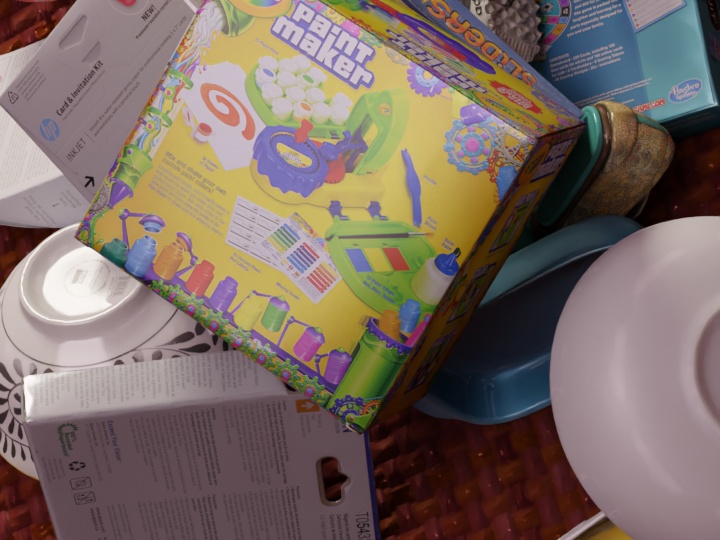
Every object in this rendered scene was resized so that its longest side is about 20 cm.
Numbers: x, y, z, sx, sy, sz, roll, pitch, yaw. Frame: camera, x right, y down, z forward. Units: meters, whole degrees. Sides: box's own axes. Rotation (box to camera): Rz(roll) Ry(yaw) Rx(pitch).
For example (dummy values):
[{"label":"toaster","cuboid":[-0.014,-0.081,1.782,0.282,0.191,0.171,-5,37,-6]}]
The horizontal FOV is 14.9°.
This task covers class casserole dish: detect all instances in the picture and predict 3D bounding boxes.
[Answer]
[{"label":"casserole dish","cuboid":[0.112,0.026,1.630,0.200,0.121,0.039,-28,51,25]}]

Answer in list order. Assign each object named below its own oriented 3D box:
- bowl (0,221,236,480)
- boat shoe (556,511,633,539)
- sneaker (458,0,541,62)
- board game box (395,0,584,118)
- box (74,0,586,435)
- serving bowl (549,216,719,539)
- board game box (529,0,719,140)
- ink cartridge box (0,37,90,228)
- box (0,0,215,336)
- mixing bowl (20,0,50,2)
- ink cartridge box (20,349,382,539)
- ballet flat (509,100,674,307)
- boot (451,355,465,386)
[{"label":"bowl","cuboid":[-0.161,0.031,1.741,0.200,0.094,0.201,-9,48,11]},{"label":"boat shoe","cuboid":[0.175,0.149,1.585,0.201,0.086,0.075,-26,71,22]},{"label":"sneaker","cuboid":[0.046,-0.211,1.674,0.099,0.069,0.201,-15,71,38]},{"label":"board game box","cuboid":[0.020,-0.110,1.628,0.200,0.034,0.136,42,132,8]},{"label":"box","cuboid":[-0.016,-0.051,1.537,0.200,0.122,0.193,34,106,11]},{"label":"serving bowl","cuboid":[0.208,0.062,1.520,0.066,0.199,0.201,147,120,-67]},{"label":"board game box","cuboid":[0.140,-0.169,1.679,0.150,0.047,0.201,-17,74,27]},{"label":"ink cartridge box","cuboid":[-0.212,-0.090,1.829,0.199,0.057,0.163,-22,38,30]},{"label":"box","cuboid":[-0.105,-0.084,1.666,0.200,0.041,0.156,46,122,3]},{"label":"mixing bowl","cuboid":[-0.175,-0.267,1.843,0.199,0.108,0.201,-5,80,30]},{"label":"ink cartridge box","cuboid":[-0.091,0.119,1.660,0.199,0.197,0.043,-7,53,-1]},{"label":"ballet flat","cuboid":[0.122,-0.028,1.649,0.200,0.070,0.071,-52,58,45]},{"label":"boot","cuboid":[0.000,0.000,1.731,0.074,0.075,0.200,-38,79,1]}]
